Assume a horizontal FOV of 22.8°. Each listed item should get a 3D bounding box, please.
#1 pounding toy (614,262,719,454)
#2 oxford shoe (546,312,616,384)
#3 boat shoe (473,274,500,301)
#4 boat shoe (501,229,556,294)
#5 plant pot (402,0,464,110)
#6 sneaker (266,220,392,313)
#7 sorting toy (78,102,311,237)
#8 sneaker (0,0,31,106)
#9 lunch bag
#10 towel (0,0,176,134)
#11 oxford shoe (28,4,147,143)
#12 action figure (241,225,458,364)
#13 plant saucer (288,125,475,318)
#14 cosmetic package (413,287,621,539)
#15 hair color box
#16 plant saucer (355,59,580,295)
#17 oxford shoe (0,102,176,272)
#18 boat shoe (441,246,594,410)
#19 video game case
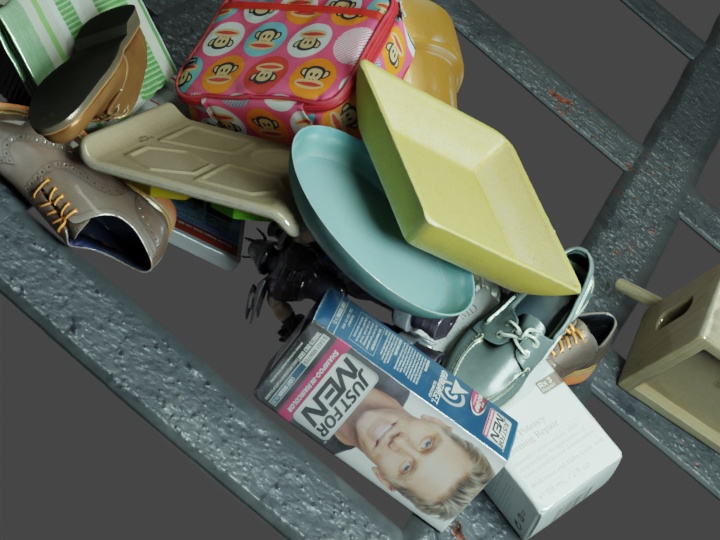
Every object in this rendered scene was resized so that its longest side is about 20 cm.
[{"bbox_3d":[0.364,0.078,1.844,0.183,0.200,0.143,33,59,-10],"label":"pounding toy"},{"bbox_3d":[0.179,0.074,1.721,0.071,0.073,0.199,49,32,16],"label":"oxford shoe"},{"bbox_3d":[0.091,-0.026,1.777,0.064,0.075,0.203,5,48,-15],"label":"boat shoe"},{"bbox_3d":[0.168,0.012,1.758,0.071,0.200,0.069,-2,77,-3],"label":"boat shoe"},{"bbox_3d":[0.017,-0.137,1.746,0.199,0.200,0.185,8,58,-41],"label":"plant pot"},{"bbox_3d":[0.000,0.000,1.653,0.199,0.070,0.078,36,38,2],"label":"sneaker"},{"bbox_3d":[-0.113,-0.082,1.500,0.198,0.037,0.185,20,21,14],"label":"sorting toy"},{"bbox_3d":[-0.309,-0.219,1.589,0.200,0.074,0.088,47,33,11],"label":"sneaker"},{"bbox_3d":[-0.052,-0.193,1.622,0.177,0.198,0.082,-61,142,-31],"label":"lunch bag"},{"bbox_3d":[-0.237,-0.194,1.560,0.154,0.023,0.200,65,31,-21],"label":"towel"},{"bbox_3d":[-0.214,-0.149,1.479,0.201,0.071,0.072,-67,141,-56],"label":"oxford shoe"},{"bbox_3d":[-0.016,0.021,1.527,0.199,0.131,0.069,28,26,11],"label":"action figure"},{"bbox_3d":[0.013,-0.035,1.461,0.199,0.027,0.201,35,27,-21],"label":"plant saucer"},{"bbox_3d":[0.127,0.125,1.577,0.101,0.074,0.200,-31,70,-24],"label":"cosmetic package"},{"bbox_3d":[0.022,0.116,1.482,0.199,0.100,0.061,36,31,-6],"label":"hair color box"},{"bbox_3d":[0.080,-0.066,1.527,0.199,0.048,0.201,23,34,-40],"label":"plant saucer"},{"bbox_3d":[-0.241,-0.068,1.471,0.199,0.071,0.073,30,36,-17],"label":"oxford shoe"},{"bbox_3d":[0.135,0.051,1.545,0.073,0.062,0.200,40,62,12],"label":"boat shoe"},{"bbox_3d":[-0.165,-0.101,1.623,0.142,0.017,0.201,26,40,-21],"label":"video game case"}]
